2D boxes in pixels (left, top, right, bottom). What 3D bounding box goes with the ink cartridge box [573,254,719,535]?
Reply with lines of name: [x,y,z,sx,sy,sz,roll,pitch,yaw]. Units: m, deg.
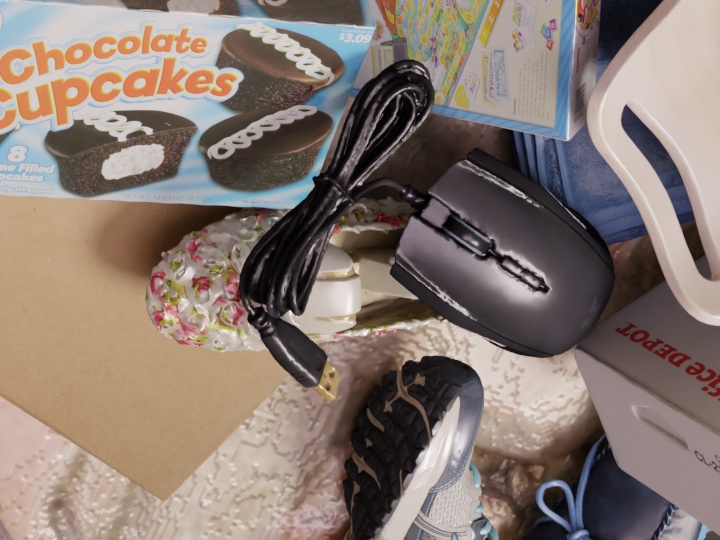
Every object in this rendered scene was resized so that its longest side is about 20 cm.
ink cartridge box: [0.223,0.037,1.203,0.199,0.146,0.083,-32,120,-15]

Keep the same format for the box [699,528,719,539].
box: [0.255,0.093,1.323,0.200,0.049,0.082,-41,118,9]

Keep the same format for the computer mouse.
computer mouse: [0.038,0.012,1.134,0.141,0.046,0.200,-52,133,-1]

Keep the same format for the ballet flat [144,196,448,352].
ballet flat: [0.000,0.000,1.177,0.199,0.064,0.076,-11,110,-29]

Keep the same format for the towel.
towel: [0.118,-0.108,1.190,0.111,0.049,0.201,-15,118,-6]

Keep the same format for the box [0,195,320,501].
box: [-0.112,0.003,1.196,0.164,0.021,0.200,-46,123,12]

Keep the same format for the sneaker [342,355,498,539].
sneaker: [0.035,0.127,1.280,0.086,0.078,0.201,6,124,-19]

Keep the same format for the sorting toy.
sorting toy: [0.185,-0.073,1.142,0.180,0.107,0.201,-37,108,-26]

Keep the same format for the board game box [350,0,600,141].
board game box: [0.040,-0.166,1.110,0.134,0.034,0.201,13,119,21]

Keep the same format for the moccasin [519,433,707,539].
moccasin: [0.114,0.157,1.297,0.068,0.080,0.201,6,117,-45]

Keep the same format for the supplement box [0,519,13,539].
supplement box: [-0.225,0.137,1.202,0.103,0.101,0.201,-25,120,-1]

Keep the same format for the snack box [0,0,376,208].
snack box: [-0.104,-0.081,1.091,0.199,0.037,0.116,2,138,-20]
